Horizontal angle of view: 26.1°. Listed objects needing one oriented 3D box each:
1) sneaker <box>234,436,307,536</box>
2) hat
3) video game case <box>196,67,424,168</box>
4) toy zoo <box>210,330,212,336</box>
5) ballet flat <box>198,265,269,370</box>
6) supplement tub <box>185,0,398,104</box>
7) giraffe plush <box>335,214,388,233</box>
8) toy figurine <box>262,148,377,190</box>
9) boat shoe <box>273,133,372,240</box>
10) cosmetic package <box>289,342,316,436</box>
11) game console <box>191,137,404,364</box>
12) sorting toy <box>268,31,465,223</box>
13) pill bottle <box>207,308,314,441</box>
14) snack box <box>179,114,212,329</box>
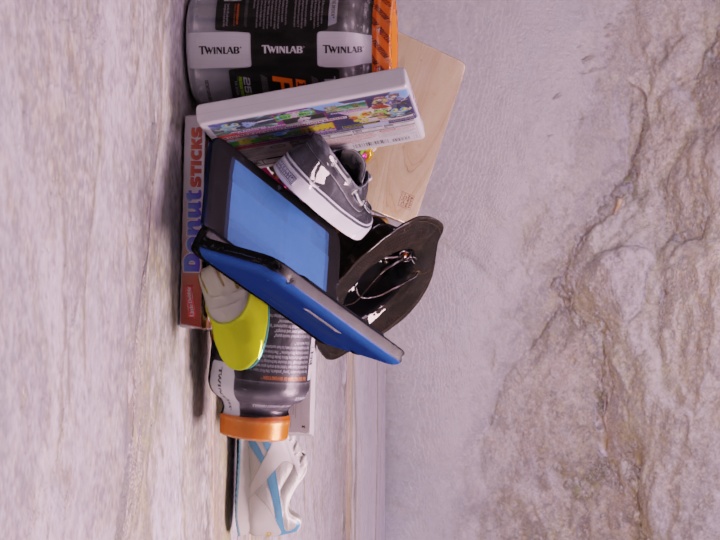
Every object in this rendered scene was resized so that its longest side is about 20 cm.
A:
[{"bbox_3d":[-0.099,0.197,1.749,0.077,0.080,0.203,-150,-118,-85],"label":"sneaker"},{"bbox_3d":[0.000,0.000,1.716,0.200,0.081,0.201,-38,155,-21],"label":"hat"},{"bbox_3d":[-0.043,-0.143,1.501,0.182,0.197,0.023,54,28,-77],"label":"video game case"},{"bbox_3d":[-0.139,0.036,1.682,0.132,0.020,0.202,-83,171,-46],"label":"toy zoo"},{"bbox_3d":[-0.123,-0.008,1.469,0.067,0.066,0.203,35,51,-51],"label":"ballet flat"},{"bbox_3d":[-0.064,-0.220,1.519,0.123,0.197,0.124,1,90,-83],"label":"supplement tub"},{"bbox_3d":[-0.076,0.000,1.837,0.199,0.171,0.164,19,-80,60],"label":"giraffe plush"},{"bbox_3d":[-0.063,-0.121,1.680,0.184,0.150,0.200,-47,160,5],"label":"toy figurine"},{"bbox_3d":[-0.020,-0.089,1.557,0.072,0.068,0.200,51,7,25],"label":"boat shoe"},{"bbox_3d":[-0.088,0.077,1.690,0.051,0.081,0.203,58,33,-78],"label":"cosmetic package"},{"bbox_3d":[-0.049,-0.018,1.429,0.199,0.170,0.119,36,75,-41],"label":"game console"},{"bbox_3d":[-0.002,-0.181,1.804,0.069,0.197,0.202,16,-93,60],"label":"sorting toy"},{"bbox_3d":[-0.098,0.068,1.563,0.106,0.105,0.203,-3,99,-84],"label":"pill bottle"},{"bbox_3d":[-0.154,-0.045,1.506,0.072,0.024,0.203,21,70,-83],"label":"snack box"}]
